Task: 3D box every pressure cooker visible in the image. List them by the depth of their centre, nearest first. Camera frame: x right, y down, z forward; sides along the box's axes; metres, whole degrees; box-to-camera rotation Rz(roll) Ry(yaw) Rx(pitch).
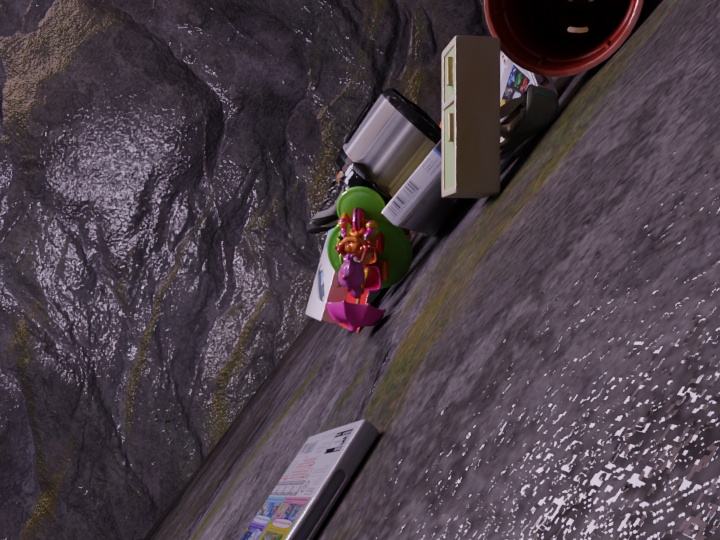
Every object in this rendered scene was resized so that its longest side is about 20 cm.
[{"bbox_3d":[0.053,-0.188,1.153,0.201,0.175,0.179,-51,31,17],"label":"pressure cooker"}]

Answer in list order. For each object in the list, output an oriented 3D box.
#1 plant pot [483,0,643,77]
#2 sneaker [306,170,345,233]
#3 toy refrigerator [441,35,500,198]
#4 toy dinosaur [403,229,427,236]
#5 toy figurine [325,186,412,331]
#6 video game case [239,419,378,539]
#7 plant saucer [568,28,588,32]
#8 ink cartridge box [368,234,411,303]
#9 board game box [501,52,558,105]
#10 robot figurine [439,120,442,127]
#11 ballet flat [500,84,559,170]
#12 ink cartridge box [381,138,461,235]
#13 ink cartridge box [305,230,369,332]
[{"bbox_3d":[0.291,-0.385,0.909,0.201,0.201,0.195,-49,-4,35],"label":"plant pot"},{"bbox_3d":[-0.041,-0.132,1.233,0.073,0.080,0.200,-11,25,44],"label":"sneaker"},{"bbox_3d":[0.145,-0.203,0.898,0.076,0.069,0.204,-168,78,-83],"label":"toy refrigerator"},{"bbox_3d":[0.082,-0.094,1.302,0.200,0.086,0.136,-41,8,28],"label":"toy dinosaur"},{"bbox_3d":[0.000,0.000,1.044,0.185,0.147,0.203,-77,-19,-54],"label":"toy figurine"},{"bbox_3d":[-0.068,0.229,0.620,0.183,0.022,0.200,-54,4,-25],"label":"video game case"},{"bbox_3d":[0.386,-0.434,1.308,0.201,0.035,0.200,-52,3,4],"label":"plant saucer"},{"bbox_3d":[0.014,-0.002,1.399,0.148,0.085,0.201,-50,4,40],"label":"ink cartridge box"},{"bbox_3d":[0.239,-0.295,1.083,0.034,0.128,0.200,-16,-7,-15],"label":"board game box"},{"bbox_3d":[0.226,-0.290,1.274,0.201,0.116,0.144,-53,3,-22],"label":"robot figurine"},{"bbox_3d":[0.202,-0.195,0.953,0.200,0.063,0.068,134,147,-54],"label":"ballet flat"},{"bbox_3d":[0.138,-0.149,1.082,0.198,0.047,0.200,-51,-14,12],"label":"ink cartridge box"},{"bbox_3d":[-0.031,0.002,1.247,0.176,0.044,0.203,10,84,66],"label":"ink cartridge box"}]
